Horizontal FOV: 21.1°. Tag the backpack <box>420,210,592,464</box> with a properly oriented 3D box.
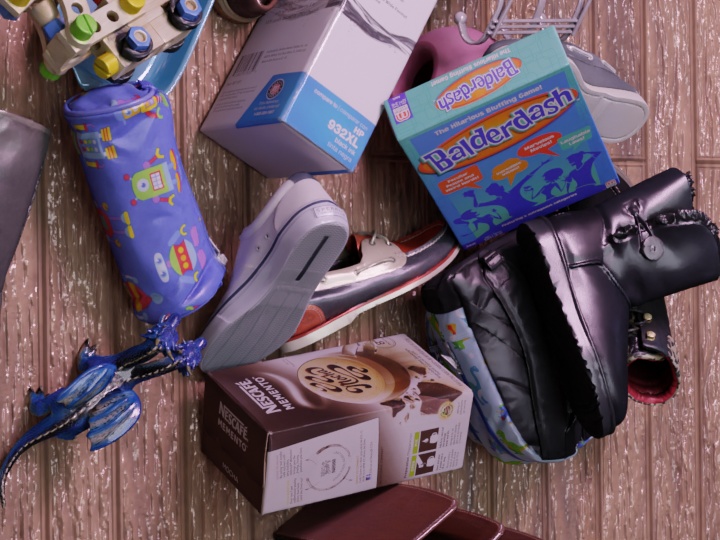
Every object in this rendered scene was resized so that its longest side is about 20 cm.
[{"bbox_3d":[0.143,0.075,1.724,0.163,0.154,0.201,-31,90,-36],"label":"backpack"}]

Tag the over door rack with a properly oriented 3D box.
[{"bbox_3d":[0.171,-0.277,1.613,0.067,0.200,0.147,49,31,20],"label":"over door rack"}]

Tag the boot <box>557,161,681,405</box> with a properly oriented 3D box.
[{"bbox_3d":[0.235,0.009,1.735,0.073,0.154,0.204,-18,133,10],"label":"boot"}]

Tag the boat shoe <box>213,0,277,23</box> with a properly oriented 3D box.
[{"bbox_3d":[-0.069,-0.307,1.630,0.072,0.072,0.201,23,78,-28],"label":"boat shoe"}]

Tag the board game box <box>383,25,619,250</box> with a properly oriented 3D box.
[{"bbox_3d":[0.122,-0.106,1.614,0.200,0.151,0.045,53,16,-57],"label":"board game box"}]

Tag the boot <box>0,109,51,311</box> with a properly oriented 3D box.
[{"bbox_3d":[-0.330,-0.034,1.475,0.181,0.072,0.201,13,90,-44],"label":"boot"}]

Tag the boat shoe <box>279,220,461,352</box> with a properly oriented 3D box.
[{"bbox_3d":[0.000,0.000,1.674,0.199,0.071,0.063,-29,101,-23],"label":"boat shoe"}]

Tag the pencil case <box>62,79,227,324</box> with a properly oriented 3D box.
[{"bbox_3d":[-0.168,-0.056,1.545,0.086,0.078,0.201,-23,114,-12],"label":"pencil case"}]

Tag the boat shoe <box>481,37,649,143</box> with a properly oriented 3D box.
[{"bbox_3d":[0.167,-0.163,1.660,0.199,0.062,0.073,15,127,-42],"label":"boat shoe"}]

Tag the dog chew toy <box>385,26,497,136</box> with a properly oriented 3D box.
[{"bbox_3d":[0.117,-0.135,1.717,0.199,0.124,0.125,23,78,-37],"label":"dog chew toy"}]

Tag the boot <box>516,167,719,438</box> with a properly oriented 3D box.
[{"bbox_3d":[0.240,0.025,1.652,0.167,0.076,0.201,-17,85,-14],"label":"boot"}]

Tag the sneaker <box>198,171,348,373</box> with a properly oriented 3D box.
[{"bbox_3d":[-0.077,0.004,1.589,0.073,0.200,0.071,12,39,-39],"label":"sneaker"}]

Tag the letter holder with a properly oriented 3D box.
[{"bbox_3d":[0.047,0.226,1.620,0.142,0.200,0.101,-39,108,-25],"label":"letter holder"}]

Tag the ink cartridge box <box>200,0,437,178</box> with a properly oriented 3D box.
[{"bbox_3d":[-0.029,-0.184,1.610,0.084,0.145,0.201,34,73,-26],"label":"ink cartridge box"}]

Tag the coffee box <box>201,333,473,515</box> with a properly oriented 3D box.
[{"bbox_3d":[-0.021,0.126,1.621,0.199,0.113,0.080,-10,120,-31],"label":"coffee box"}]

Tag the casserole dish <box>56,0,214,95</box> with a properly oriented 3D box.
[{"bbox_3d":[-0.184,-0.229,1.582,0.121,0.039,0.201,28,75,-27],"label":"casserole dish"}]

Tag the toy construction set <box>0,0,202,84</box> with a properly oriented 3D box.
[{"bbox_3d":[-0.197,-0.221,1.507,0.200,0.092,0.131,-40,89,-28],"label":"toy construction set"}]

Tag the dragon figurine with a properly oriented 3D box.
[{"bbox_3d":[-0.212,0.104,1.526,0.200,0.099,0.059,-42,109,-24],"label":"dragon figurine"}]
